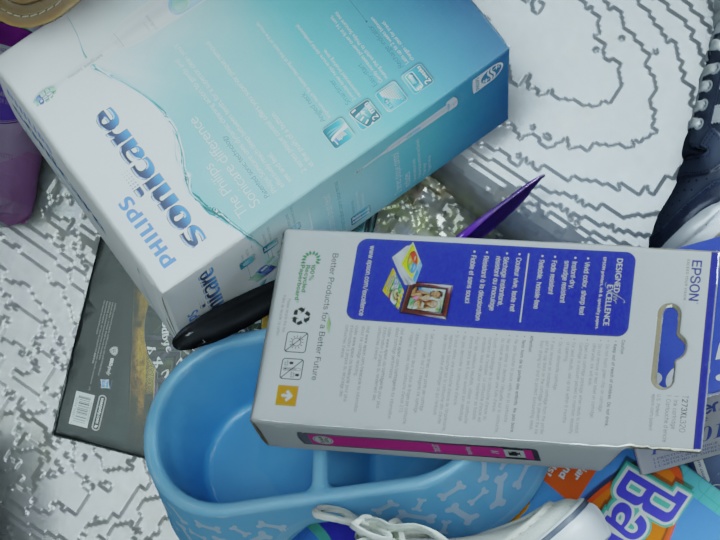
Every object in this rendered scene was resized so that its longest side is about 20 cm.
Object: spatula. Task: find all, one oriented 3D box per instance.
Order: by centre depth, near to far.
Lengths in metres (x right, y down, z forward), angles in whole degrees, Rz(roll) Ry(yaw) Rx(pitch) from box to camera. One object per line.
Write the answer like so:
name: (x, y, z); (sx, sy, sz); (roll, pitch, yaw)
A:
spatula: (0.000, 0.000, 1.059); (0.199, 0.057, 0.021); (-19, 75, -21)

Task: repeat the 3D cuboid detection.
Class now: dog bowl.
dog bowl: (-0.011, 0.074, 1.037); (0.198, 0.050, 0.112); (-10, 59, 18)

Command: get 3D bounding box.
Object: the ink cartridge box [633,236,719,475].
ink cartridge box: (0.208, 0.020, 1.003); (0.198, 0.044, 0.094); (-16, 43, 4)

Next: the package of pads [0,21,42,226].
package of pads: (-0.200, -0.126, 1.096); (0.075, 0.120, 0.202); (9, 89, 21)

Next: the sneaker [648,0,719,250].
sneaker: (0.178, -0.100, 1.067); (0.108, 0.070, 0.200); (40, 88, 3)

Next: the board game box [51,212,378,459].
board game box: (-0.066, 0.001, 1.119); (0.134, 0.028, 0.202); (14, 89, 8)

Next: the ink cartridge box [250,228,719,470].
ink cartridge box: (0.055, 0.034, 0.979); (0.198, 0.037, 0.096); (2, 65, 16)

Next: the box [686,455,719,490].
box: (0.247, 0.061, 1.055); (0.198, 0.064, 0.071); (-20, 85, 6)

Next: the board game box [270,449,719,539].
board game box: (0.068, 0.123, 1.034); (0.152, 0.045, 0.200); (-48, 57, -8)

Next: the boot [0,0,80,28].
boot: (-0.113, -0.197, 1.069); (0.073, 0.155, 0.201); (24, 87, 4)

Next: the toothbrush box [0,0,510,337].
toothbrush box: (-0.049, -0.085, 1.057); (0.199, 0.085, 0.147); (-36, 72, -10)

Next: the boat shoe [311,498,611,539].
boat shoe: (0.007, 0.137, 0.971); (0.201, 0.075, 0.087); (-33, 83, 11)
